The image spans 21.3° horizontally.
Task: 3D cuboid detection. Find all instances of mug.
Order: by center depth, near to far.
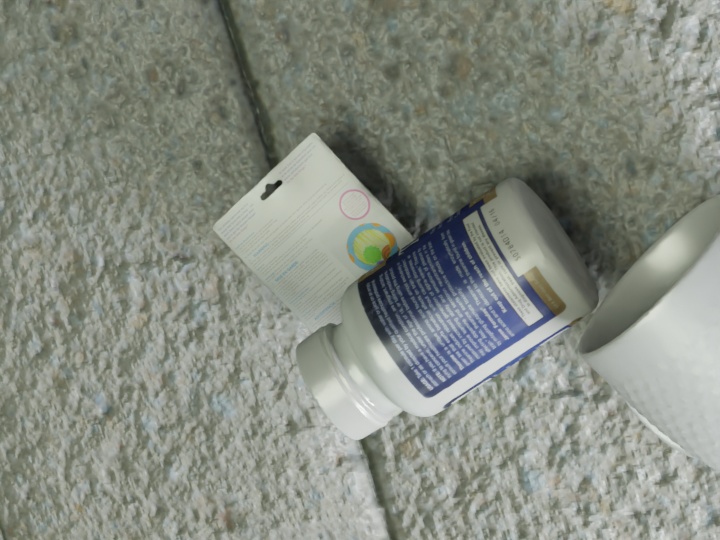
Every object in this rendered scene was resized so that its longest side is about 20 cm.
[{"bbox_3d":[0.246,0.069,1.288,0.175,0.148,0.200,43,148,-5],"label":"mug"}]

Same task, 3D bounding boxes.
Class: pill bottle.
[{"bbox_3d":[0.057,0.032,1.347,0.200,0.111,0.111,-34,92,14],"label":"pill bottle"}]

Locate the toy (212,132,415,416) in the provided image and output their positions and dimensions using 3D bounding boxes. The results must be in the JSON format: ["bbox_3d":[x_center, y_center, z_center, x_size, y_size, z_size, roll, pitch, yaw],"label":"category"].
[{"bbox_3d":[0.000,0.000,1.433,0.115,0.047,0.200,-41,94,24],"label":"toy"}]
